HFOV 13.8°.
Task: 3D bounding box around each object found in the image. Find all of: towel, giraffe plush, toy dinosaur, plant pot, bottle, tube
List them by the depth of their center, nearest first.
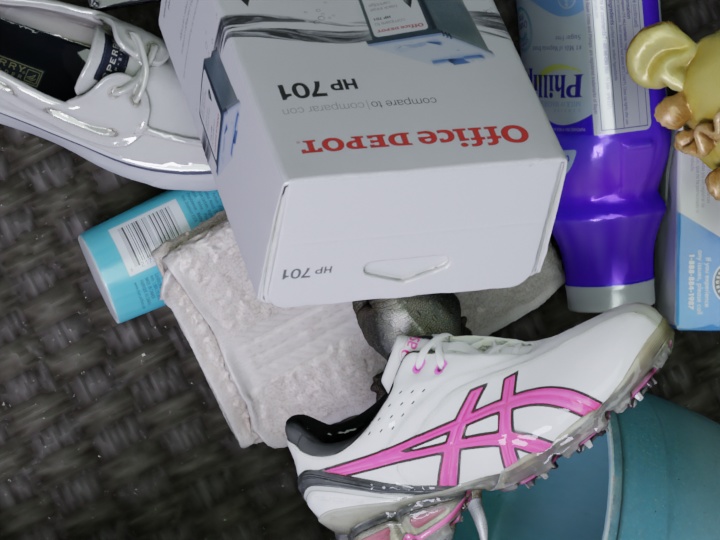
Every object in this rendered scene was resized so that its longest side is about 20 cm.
[{"bbox_3d":[0.230,-0.097,1.467,0.162,0.200,0.173,-39,61,7],"label":"giraffe plush"},{"bbox_3d":[0.031,0.036,1.489,0.077,0.102,0.201,-25,115,-12],"label":"toy dinosaur"},{"bbox_3d":[0.157,0.163,1.521,0.187,0.200,0.201,17,92,-22],"label":"plant pot"},{"bbox_3d":[0.000,0.000,1.540,0.199,0.034,0.133,-31,116,-8],"label":"towel"},{"bbox_3d":[0.123,-0.080,1.547,0.065,0.083,0.201,-8,98,-26],"label":"bottle"},{"bbox_3d":[-0.047,-0.035,1.554,0.199,0.050,0.078,-24,102,-8],"label":"tube"}]

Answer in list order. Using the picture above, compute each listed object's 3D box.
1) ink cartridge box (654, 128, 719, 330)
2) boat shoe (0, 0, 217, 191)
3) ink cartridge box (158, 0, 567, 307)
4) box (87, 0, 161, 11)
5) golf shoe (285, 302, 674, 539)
[{"bbox_3d":[0.259,-0.027,1.571,0.199,0.067,0.117,1,92,-5],"label":"ink cartridge box"},{"bbox_3d":[-0.131,-0.099,1.517,0.199,0.066,0.072,20,68,2],"label":"boat shoe"},{"bbox_3d":[-0.002,-0.087,1.447,0.146,0.200,0.086,-5,136,-19],"label":"ink cartridge box"},{"bbox_3d":[-0.058,-0.229,1.541,0.199,0.044,0.161,-10,95,-5],"label":"box"},{"bbox_3d":[0.054,0.064,1.410,0.200,0.073,0.092,-32,95,16],"label":"golf shoe"}]
